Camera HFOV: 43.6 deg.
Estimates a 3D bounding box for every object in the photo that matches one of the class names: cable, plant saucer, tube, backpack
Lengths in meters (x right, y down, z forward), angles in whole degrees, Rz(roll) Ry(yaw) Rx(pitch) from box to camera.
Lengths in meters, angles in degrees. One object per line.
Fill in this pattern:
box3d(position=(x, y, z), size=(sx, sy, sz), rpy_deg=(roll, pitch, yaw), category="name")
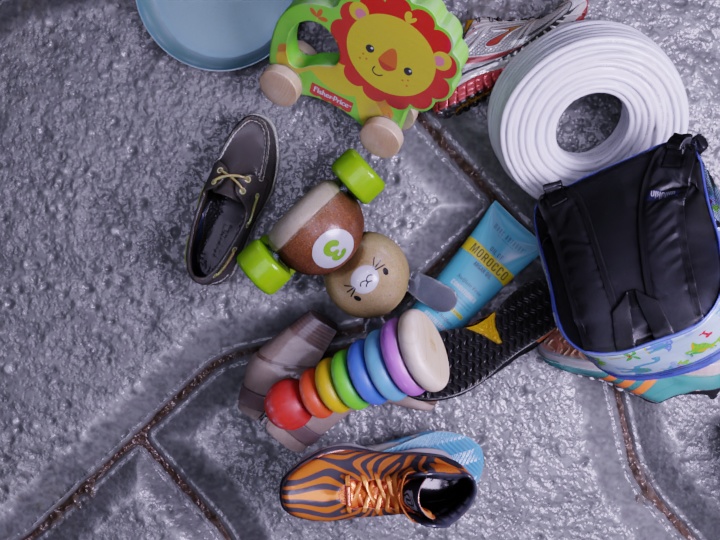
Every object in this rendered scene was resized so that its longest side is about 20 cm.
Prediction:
box3d(position=(0.234, -0.153, 0.931), size=(0.199, 0.069, 0.201), rpy_deg=(-21, 120, 12), category="cable")
box3d(position=(-0.155, -0.324, 1.013), size=(0.199, 0.027, 0.202), rpy_deg=(0, 93, 5), category="plant saucer")
box3d(position=(0.111, 0.023, 0.999), size=(0.077, 0.050, 0.200), rpy_deg=(42, 91, -6), category="tube")
box3d(position=(0.278, 0.004, 0.874), size=(0.182, 0.147, 0.201), rpy_deg=(-21, 52, 27), category="backpack")

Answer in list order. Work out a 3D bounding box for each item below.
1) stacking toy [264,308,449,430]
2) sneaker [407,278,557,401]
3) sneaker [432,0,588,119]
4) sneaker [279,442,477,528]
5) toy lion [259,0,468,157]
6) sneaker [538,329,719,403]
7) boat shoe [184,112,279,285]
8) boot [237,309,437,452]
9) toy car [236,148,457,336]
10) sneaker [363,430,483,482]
box3d(position=(-0.013, 0.111, 0.928), size=(0.199, 0.085, 0.086), rpy_deg=(-23, 90, 22), category="stacking toy")
box3d(position=(0.134, 0.086, 0.973), size=(0.199, 0.090, 0.070), rpy_deg=(-31, 70, 2), category="sneaker")
box3d(position=(0.153, -0.246, 0.965), size=(0.199, 0.078, 0.083), rpy_deg=(-29, 85, 4), category="sneaker")
box3d(position=(0.022, 0.215, 0.895), size=(0.198, 0.112, 0.078), rpy_deg=(-6, 90, -14), category="sneaker")
box3d(position=(0.005, -0.223, 0.925), size=(0.199, 0.192, 0.069), rpy_deg=(27, 53, 4), category="toy lion")
box3d(position=(0.292, 0.105, 0.970), size=(0.199, 0.072, 0.080), rpy_deg=(4, 132, 22), category="sneaker")
box3d(position=(-0.143, -0.079, 1.005), size=(0.071, 0.061, 0.203), rpy_deg=(18, 94, 4), category="boat shoe")
box3d(position=(-0.034, 0.144, 1.010), size=(0.199, 0.070, 0.147), rpy_deg=(34, 103, 1), category="boot")
box3d(position=(0.000, 0.000, 0.954), size=(0.164, 0.158, 0.200), rpy_deg=(-43, 94, 5), category="toy car")
box3d(position=(0.039, 0.218, 1.000), size=(0.199, 0.081, 0.077), rpy_deg=(-6, 90, -14), category="sneaker")
